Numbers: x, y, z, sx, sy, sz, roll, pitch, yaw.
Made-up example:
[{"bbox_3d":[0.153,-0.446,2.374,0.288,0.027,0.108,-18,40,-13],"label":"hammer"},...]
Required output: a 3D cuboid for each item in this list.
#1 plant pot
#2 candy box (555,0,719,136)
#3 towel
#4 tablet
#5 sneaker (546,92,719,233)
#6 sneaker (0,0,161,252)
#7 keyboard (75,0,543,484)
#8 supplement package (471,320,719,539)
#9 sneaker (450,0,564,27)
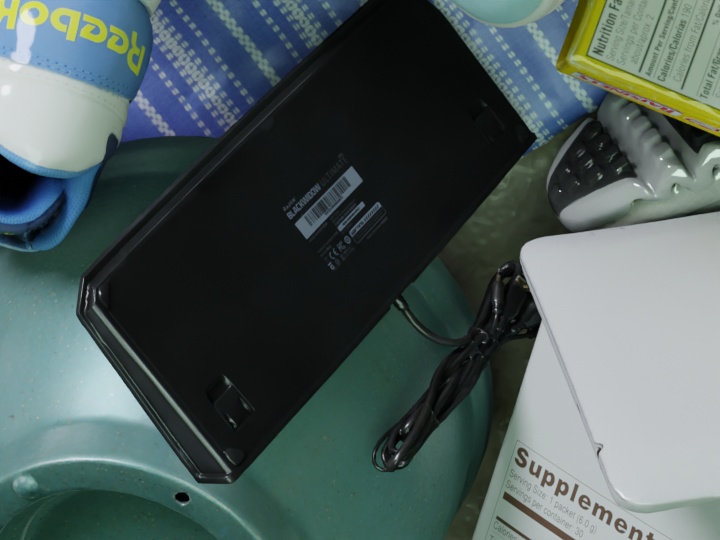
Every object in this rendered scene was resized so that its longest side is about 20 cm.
[{"bbox_3d":[-0.063,0.072,0.775,0.200,0.134,0.201,7,123,10],"label":"plant pot"},{"bbox_3d":[0.143,-0.138,0.724,0.102,0.026,0.200,22,83,-5],"label":"candy box"},{"bbox_3d":[-0.005,-0.078,0.799,0.200,0.024,0.145,-34,108,13],"label":"towel"},{"bbox_3d":[0.160,0.014,0.708,0.199,0.130,0.014,-10,129,-6],"label":"tablet"},{"bbox_3d":[0.163,-0.048,0.781,0.200,0.075,0.081,-22,123,5],"label":"sneaker"},{"bbox_3d":[-0.127,-0.044,0.736,0.074,0.200,0.082,14,69,-21],"label":"sneaker"},{"bbox_3d":[0.000,0.000,0.730,0.127,0.200,0.021,52,139,-10],"label":"keyboard"},{"bbox_3d":[0.117,0.110,0.787,0.120,0.121,0.200,31,113,37],"label":"supplement package"},{"bbox_3d":[-0.010,-0.137,0.599,0.074,0.082,0.200,-4,127,48],"label":"sneaker"}]
